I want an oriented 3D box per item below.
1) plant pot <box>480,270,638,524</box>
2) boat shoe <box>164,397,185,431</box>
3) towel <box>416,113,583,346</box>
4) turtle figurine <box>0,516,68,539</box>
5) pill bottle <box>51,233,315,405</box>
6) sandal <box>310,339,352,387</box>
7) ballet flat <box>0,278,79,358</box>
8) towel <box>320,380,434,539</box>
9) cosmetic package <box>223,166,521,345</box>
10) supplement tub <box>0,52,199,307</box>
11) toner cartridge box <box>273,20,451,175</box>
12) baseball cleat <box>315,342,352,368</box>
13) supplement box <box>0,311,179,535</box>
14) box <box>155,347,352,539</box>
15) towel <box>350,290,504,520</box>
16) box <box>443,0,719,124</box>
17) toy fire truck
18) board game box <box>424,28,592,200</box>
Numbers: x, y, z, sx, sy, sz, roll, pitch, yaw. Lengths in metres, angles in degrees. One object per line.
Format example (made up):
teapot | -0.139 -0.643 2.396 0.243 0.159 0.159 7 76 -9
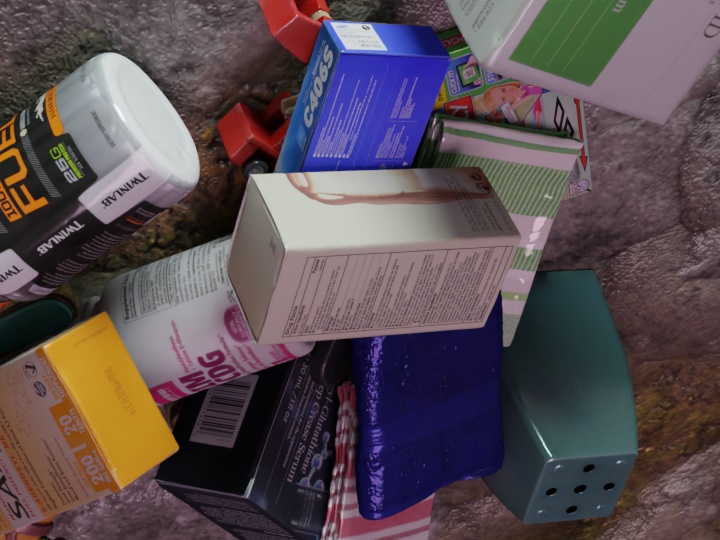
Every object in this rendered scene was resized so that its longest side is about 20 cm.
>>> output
plant pot | 0.168 0.122 1.502 0.140 0.201 0.142 -3 135 -18
boat shoe | -0.125 0.183 1.544 0.075 0.074 0.200 -26 136 7
towel | 0.095 -0.028 1.374 0.151 0.023 0.202 4 115 -29
turtle figurine | -0.279 0.221 1.455 0.143 0.200 0.195 33 97 -1
pill bottle | -0.146 0.045 1.363 0.198 0.114 0.114 -19 138 12
sandal | 0.000 0.000 1.382 0.201 0.045 0.075 -62 154 -2
ballet flat | -0.319 0.047 1.345 0.198 0.071 0.071 -25 137 10
towel | 0.018 0.192 1.466 0.146 0.030 0.202 0 101 -53
cosmetic package | 0.008 -0.013 1.255 0.198 0.088 0.104 -3 135 -27
supplement tub | -0.229 -0.060 1.229 0.199 0.123 0.122 -34 135 14
toner cartridge box | -0.008 -0.095 1.263 0.094 0.043 0.201 0 132 -26
baseball cleat | 0.015 0.023 1.441 0.199 0.070 0.106 -33 136 12
supplement box | -0.253 0.127 1.316 0.199 0.127 0.073 -25 -175 43
box | -0.066 0.164 1.464 0.106 0.150 0.200 4 155 34
towel | 0.053 0.100 1.385 0.147 0.049 0.202 -18 122 -27
box | 0.164 -0.248 1.131 0.170 0.201 0.200 12 127 -32
toy fire truck | -0.034 -0.123 1.292 0.141 0.049 0.199 -41 134 18
board game box | 0.118 -0.123 1.363 0.133 0.029 0.201 -19 137 -3
